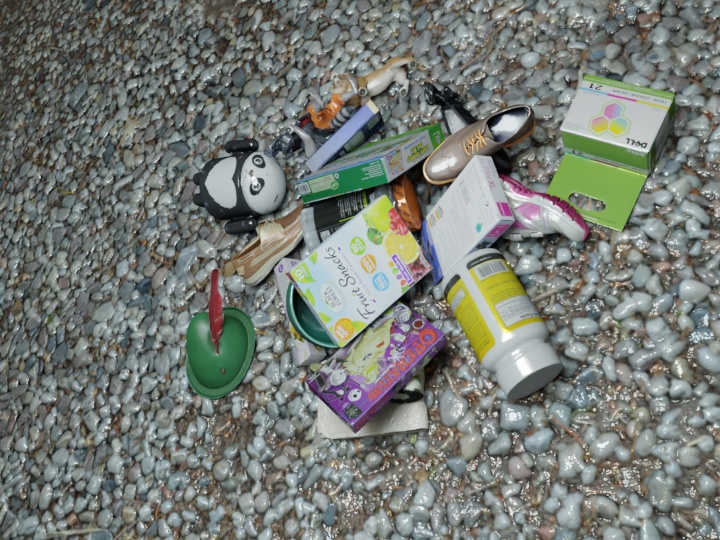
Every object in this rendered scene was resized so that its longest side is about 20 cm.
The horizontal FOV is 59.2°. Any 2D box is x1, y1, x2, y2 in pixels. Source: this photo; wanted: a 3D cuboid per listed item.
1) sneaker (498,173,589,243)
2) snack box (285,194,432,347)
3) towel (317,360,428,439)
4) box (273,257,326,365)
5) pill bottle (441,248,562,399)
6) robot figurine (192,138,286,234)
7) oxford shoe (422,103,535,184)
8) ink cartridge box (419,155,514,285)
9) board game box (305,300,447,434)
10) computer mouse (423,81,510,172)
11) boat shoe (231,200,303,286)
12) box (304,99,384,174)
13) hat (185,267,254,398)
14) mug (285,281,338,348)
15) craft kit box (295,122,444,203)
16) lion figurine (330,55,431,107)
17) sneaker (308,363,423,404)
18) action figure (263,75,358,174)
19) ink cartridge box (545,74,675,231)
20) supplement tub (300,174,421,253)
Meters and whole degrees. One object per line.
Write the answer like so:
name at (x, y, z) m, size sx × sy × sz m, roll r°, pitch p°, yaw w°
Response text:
sneaker at (0.267, -0.084, 1.012) m, size 0.197 × 0.080 × 0.091 m, roll 30°, pitch 112°, yaw 30°
snack box at (0.000, 0.000, 1.003) m, size 0.198 × 0.053 × 0.144 m, roll -38°, pitch 98°, yaw -14°
towel at (0.015, 0.204, 1.047) m, size 0.194 × 0.034 × 0.137 m, roll -12°, pitch 66°, yaw 21°
box at (-0.111, 0.073, 1.152) m, size 0.039 × 0.041 × 0.205 m, roll -41°, pitch 54°, yaw 36°
pill bottle at (0.211, 0.079, 0.953) m, size 0.113 × 0.114 × 0.204 m, roll -32°, pitch 60°, yaw 11°
robot figurine at (-0.243, -0.168, 1.266) m, size 0.194 × 0.154 × 0.126 m, roll -3°, pitch 32°, yaw 25°
oxford shoe at (0.183, -0.206, 1.004) m, size 0.197 × 0.073 × 0.073 m, roll -32°, pitch 82°, yaw 12°
ink cartridge box at (0.166, -0.075, 1.033) m, size 0.201 × 0.041 × 0.123 m, roll -50°, pitch 46°, yaw 49°
board game box at (0.024, 0.139, 0.964) m, size 0.199 × 0.033 × 0.119 m, roll -41°, pitch 51°, yaw -20°
computer mouse at (0.182, -0.236, 1.102) m, size 0.053 × 0.137 × 0.202 m, roll -45°, pitch 69°, yaw 27°
boat shoe at (-0.167, -0.062, 1.206) m, size 0.200 × 0.072 × 0.076 m, roll -47°, pitch 23°, yaw 2°
box at (-0.040, -0.229, 1.196) m, size 0.200 × 0.121 × 0.033 m, roll -44°, pitch 87°, yaw 5°
hat at (-0.299, 0.114, 1.153) m, size 0.161 × 0.176 × 0.206 m, roll 7°, pitch 73°, yaw 28°
mug at (-0.039, 0.058, 1.078) m, size 0.181 × 0.114 × 0.156 m, roll 24°, pitch 80°, yaw -11°
craft kit box at (0.019, -0.186, 1.094) m, size 0.196 × 0.050 × 0.197 m, roll -7°, pitch 24°, yaw 42°
lion figurine at (0.036, -0.376, 1.251) m, size 0.194 × 0.074 × 0.124 m, roll -19°, pitch 35°, yaw 3°
sneaker at (0.013, 0.156, 1.017) m, size 0.193 × 0.078 × 0.091 m, roll 4°, pitch 59°, yaw 19°
action figure at (-0.089, -0.259, 1.207) m, size 0.104 × 0.195 × 0.200 m, roll 37°, pitch 48°, yaw 6°
ink cartridge box at (0.382, -0.185, 0.994) m, size 0.145 × 0.076 × 0.204 m, roll 23°, pitch 80°, yaw 31°
supplement tub at (0.002, -0.092, 1.118) m, size 0.194 × 0.122 × 0.126 m, roll -16°, pitch 64°, yaw 20°
